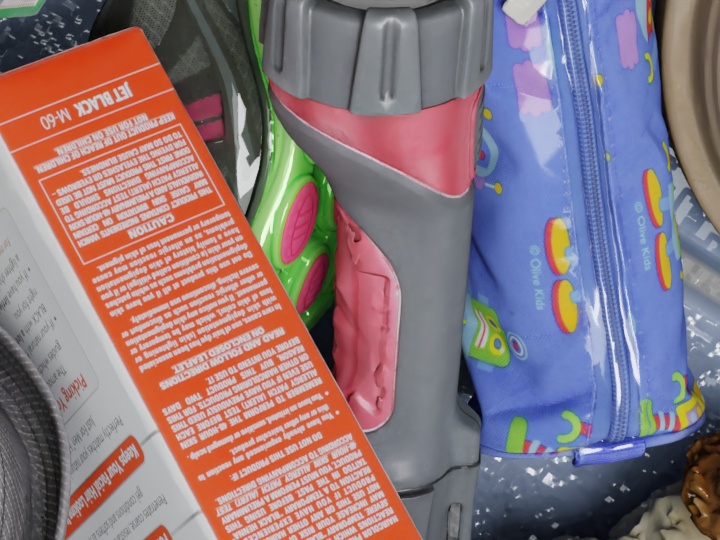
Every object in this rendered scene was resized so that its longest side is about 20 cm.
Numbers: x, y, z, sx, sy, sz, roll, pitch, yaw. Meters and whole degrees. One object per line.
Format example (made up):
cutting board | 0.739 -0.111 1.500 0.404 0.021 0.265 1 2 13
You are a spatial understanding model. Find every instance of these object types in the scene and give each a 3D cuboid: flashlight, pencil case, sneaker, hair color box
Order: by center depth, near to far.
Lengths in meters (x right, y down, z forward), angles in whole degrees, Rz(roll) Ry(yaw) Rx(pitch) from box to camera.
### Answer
flashlight | 0.000 0.000 0.766 0.068 0.068 0.201 -21 131 -34
hair color box | -0.057 0.044 0.769 0.064 0.111 0.201 -23 80 -30
pencil case | 0.059 -0.037 0.794 0.078 0.087 0.201 -9 108 -4
sneaker | -0.039 -0.056 0.807 0.083 0.077 0.201 22 119 31

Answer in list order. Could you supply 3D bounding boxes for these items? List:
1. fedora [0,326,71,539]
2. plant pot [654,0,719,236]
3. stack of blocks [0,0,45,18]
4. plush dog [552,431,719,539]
fedora | -0.180 0.068 0.704 0.199 0.090 0.178 -11 64 12
plant pot | 0.189 -0.062 0.782 0.199 0.093 0.202 1 107 2
stack of blocks | -0.128 -0.096 0.708 0.059 0.115 0.200 41 110 14
plush dog | 0.090 0.130 0.838 0.171 0.161 0.201 -25 135 -6
